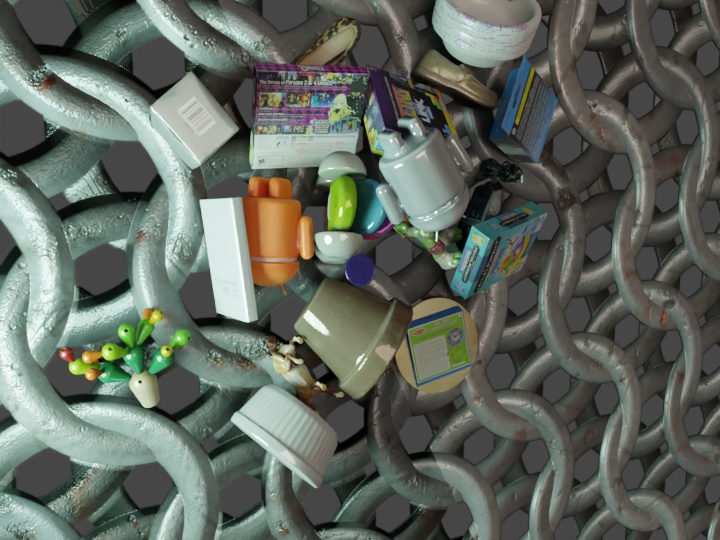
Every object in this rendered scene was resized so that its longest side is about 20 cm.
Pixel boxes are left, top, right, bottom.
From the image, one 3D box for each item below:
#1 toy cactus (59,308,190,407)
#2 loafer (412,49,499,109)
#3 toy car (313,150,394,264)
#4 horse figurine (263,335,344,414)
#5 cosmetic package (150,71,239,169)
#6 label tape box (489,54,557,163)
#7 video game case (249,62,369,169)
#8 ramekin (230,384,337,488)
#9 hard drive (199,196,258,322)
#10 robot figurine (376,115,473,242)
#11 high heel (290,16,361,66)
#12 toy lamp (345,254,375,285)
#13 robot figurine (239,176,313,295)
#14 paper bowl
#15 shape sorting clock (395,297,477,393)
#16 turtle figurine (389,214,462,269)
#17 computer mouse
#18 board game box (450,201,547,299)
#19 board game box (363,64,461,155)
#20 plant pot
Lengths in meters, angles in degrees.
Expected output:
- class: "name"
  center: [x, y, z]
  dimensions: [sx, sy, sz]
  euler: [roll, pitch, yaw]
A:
- class: "toy cactus"
  center: [-0.384, 0.157, 0.944]
  dimensions: [0.197, 0.102, 0.168]
  euler: [-20, 123, -21]
- class: "loafer"
  center: [0.200, -0.379, 1.106]
  dimensions: [0.197, 0.076, 0.069]
  euler: [17, 97, -23]
- class: "toy car"
  center: [-0.007, -0.104, 0.984]
  dimensions: [0.147, 0.200, 0.179]
  euler: [4, 84, -7]
- class: "horse figurine"
  center: [-0.116, 0.191, 1.042]
  dimensions: [0.201, 0.132, 0.050]
  euler: [52, 55, -12]
- class: "cosmetic package"
  center: [-0.264, -0.227, 0.871]
  dimensions: [0.090, 0.199, 0.107]
  euler: [-45, 108, -12]
- class: "label tape box"
  center: [0.320, -0.322, 1.126]
  dimensions: [0.199, 0.063, 0.147]
  euler: [19, 89, -51]
- class: "video game case"
  center: [-0.093, -0.266, 0.974]
  dimensions: [0.196, 0.036, 0.183]
  euler: [-7, 134, -21]
- class: "ramekin"
  center: [-0.129, 0.292, 1.002]
  dimensions: [0.203, 0.201, 0.095]
  euler: [47, 68, -20]
- class: "hard drive"
  center: [-0.226, -0.021, 0.949]
  dimensions: [0.026, 0.131, 0.204]
  euler: [-13, 102, -36]
- class: "robot figurine"
  center: [0.105, -0.148, 0.901]
  dimensions: [0.168, 0.113, 0.202]
  euler: [-33, 112, -2]
- class: "high heel"
  center: [-0.077, -0.348, 0.960]
  dimensions: [0.071, 0.142, 0.202]
  euler: [37, 83, -22]
- class: "toy lamp"
  center: [0.000, 0.000, 1.011]
  dimensions: [0.057, 0.200, 0.060]
  euler: [0, 88, 2]
- class: "robot figurine"
  center: [-0.163, -0.061, 0.980]
  dimensions: [0.141, 0.116, 0.204]
  euler: [0, 96, -24]
- class: "paper bowl"
  center: [0.234, -0.470, 1.062]
  dimensions: [0.196, 0.105, 0.204]
  euler: [5, 53, -6]
- class: "shape sorting clock"
  center: [0.161, 0.159, 1.181]
  dimensions: [0.196, 0.039, 0.204]
  euler: [-3, 98, -20]
- class: "turtle figurine"
  center: [0.144, -0.105, 1.076]
  dimensions: [0.193, 0.144, 0.200]
  euler: [37, 101, -31]
- class: "computer mouse"
  center: [0.264, -0.125, 1.148]
  dimensions: [0.052, 0.138, 0.203]
  euler: [21, 99, -24]
- class: "board game box"
  center: [0.282, -0.042, 1.130]
  dimensions: [0.198, 0.047, 0.153]
  euler: [-23, 140, -36]
- class: "board game box"
  center: [0.087, -0.279, 1.017]
  dimensions: [0.163, 0.202, 0.057]
  euler: [11, 136, -25]
- class: "plant pot"
  center: [-0.024, 0.107, 1.032]
  dimensions: [0.173, 0.200, 0.202]
  euler: [34, 84, -5]
